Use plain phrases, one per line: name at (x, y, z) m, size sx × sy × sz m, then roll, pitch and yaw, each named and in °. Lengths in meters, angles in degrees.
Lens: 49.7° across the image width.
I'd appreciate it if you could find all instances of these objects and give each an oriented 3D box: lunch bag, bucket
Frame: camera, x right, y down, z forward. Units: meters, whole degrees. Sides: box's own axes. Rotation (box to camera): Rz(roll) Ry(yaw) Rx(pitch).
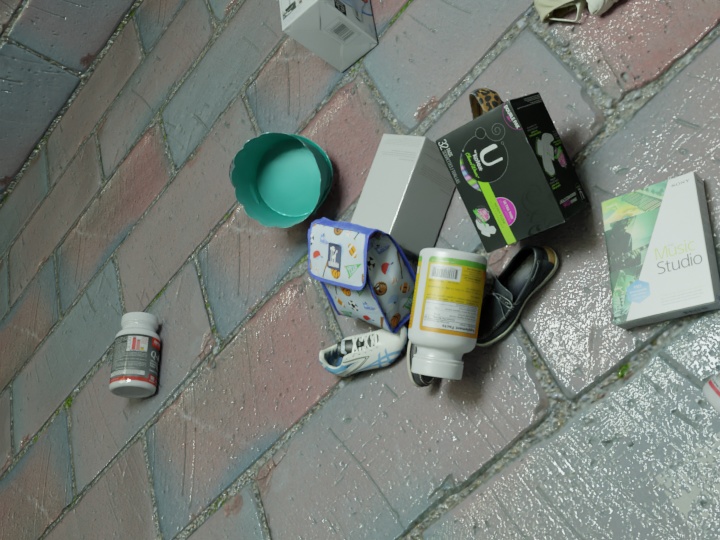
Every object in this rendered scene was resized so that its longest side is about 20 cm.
lunch bag at (0.000, 0.000, 1.403) m, size 0.170 × 0.200 × 0.124 m, roll 15°, pitch 49°, yaw 46°
bucket at (-0.162, -0.197, 1.669) m, size 0.206 × 0.135 × 0.208 m, roll 2°, pitch 100°, yaw 11°

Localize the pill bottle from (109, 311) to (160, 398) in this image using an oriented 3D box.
pill bottle at (-0.574, 0.215, 1.987) m, size 0.116 × 0.116 × 0.201 m, roll -24°, pitch 56°, yaw 38°

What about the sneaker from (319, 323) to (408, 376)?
sneaker at (0.005, 0.147, 1.444) m, size 0.200 × 0.072 × 0.072 m, roll -27°, pitch 52°, yaw 34°

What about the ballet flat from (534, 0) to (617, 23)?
ballet flat at (0.389, -0.465, 1.338) m, size 0.200 × 0.069 × 0.070 m, roll 4°, pitch 75°, yaw 49°

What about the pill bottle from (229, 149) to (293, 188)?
pill bottle at (-0.211, -0.241, 1.825) m, size 0.200 × 0.106 × 0.107 m, roll -7°, pitch 67°, yaw 44°

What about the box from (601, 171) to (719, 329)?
box at (0.425, -0.028, 1.108) m, size 0.144 × 0.036 × 0.201 m, roll -20°, pitch 58°, yaw 39°

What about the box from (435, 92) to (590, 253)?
box at (0.241, -0.154, 1.228) m, size 0.148 × 0.124 × 0.200 m, roll -25°, pitch 91°, yaw 39°

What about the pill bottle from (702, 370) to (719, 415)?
pill bottle at (0.509, 0.109, 0.902) m, size 0.200 × 0.109 × 0.109 m, roll -51°, pitch 43°, yaw 17°

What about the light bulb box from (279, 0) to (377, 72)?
light bulb box at (-0.078, -0.603, 1.782) m, size 0.125 × 0.198 × 0.201 m, roll -30°, pitch 54°, yaw 32°

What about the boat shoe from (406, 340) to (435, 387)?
boat shoe at (0.136, 0.104, 1.325) m, size 0.063 × 0.073 × 0.201 m, roll 3°, pitch 70°, yaw 50°

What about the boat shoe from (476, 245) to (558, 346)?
boat shoe at (0.237, 0.038, 1.258) m, size 0.200 × 0.062 × 0.075 m, roll -53°, pitch 44°, yaw 18°

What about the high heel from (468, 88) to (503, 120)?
high heel at (0.214, -0.204, 1.331) m, size 0.071 × 0.142 × 0.201 m, roll 0°, pitch 72°, yaw 46°

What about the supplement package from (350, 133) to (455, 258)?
supplement package at (0.084, -0.138, 1.454) m, size 0.120 × 0.121 × 0.201 m, roll 15°, pitch 83°, yaw 48°

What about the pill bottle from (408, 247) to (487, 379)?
pill bottle at (0.137, 0.070, 1.253) m, size 0.111 × 0.111 × 0.201 m, roll 5°, pitch 84°, yaw 47°
